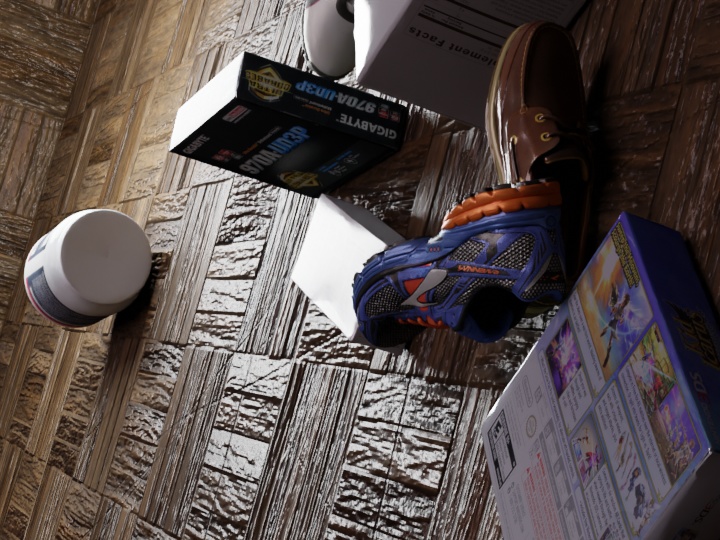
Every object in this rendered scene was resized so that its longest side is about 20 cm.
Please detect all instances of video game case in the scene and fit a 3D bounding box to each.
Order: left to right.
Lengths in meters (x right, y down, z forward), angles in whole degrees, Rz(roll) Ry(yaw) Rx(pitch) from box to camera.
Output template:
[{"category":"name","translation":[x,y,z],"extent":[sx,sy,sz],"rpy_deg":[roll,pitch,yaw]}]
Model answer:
[{"category":"video game case","translation":[0.140,0.098,0.946],"extent":[0.201,0.045,0.182],"rpy_deg":[-98,31,-52]}]

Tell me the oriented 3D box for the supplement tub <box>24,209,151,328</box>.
[{"category":"supplement tub","translation":[-0.363,-0.003,2.262],"extent":[0.200,0.139,0.142],"rpy_deg":[-20,54,66]}]

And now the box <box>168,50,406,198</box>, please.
[{"category":"box","translation":[-0.070,-0.128,1.545],"extent":[0.200,0.158,0.046],"rpy_deg":[-23,52,64]}]

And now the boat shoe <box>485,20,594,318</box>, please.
[{"category":"boat shoe","translation":[0.125,-0.072,1.106],"extent":[0.067,0.071,0.202],"rpy_deg":[-24,57,58]}]

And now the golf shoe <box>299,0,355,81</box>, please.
[{"category":"golf shoe","translation":[0.000,-0.272,1.591],"extent":[0.088,0.077,0.201],"rpy_deg":[-117,48,-72]}]

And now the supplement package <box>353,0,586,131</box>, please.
[{"category":"supplement package","translation":[0.090,-0.225,1.250],"extent":[0.200,0.119,0.122],"rpy_deg":[-53,28,42]}]

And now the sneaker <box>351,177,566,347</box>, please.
[{"category":"sneaker","translation":[0.059,0.013,1.062],"extent":[0.200,0.075,0.079],"rpy_deg":[-37,64,54]}]

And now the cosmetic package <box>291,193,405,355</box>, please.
[{"category":"cosmetic package","translation":[0.000,0.000,1.405],"extent":[0.200,0.050,0.083],"rpy_deg":[-137,65,-69]}]
